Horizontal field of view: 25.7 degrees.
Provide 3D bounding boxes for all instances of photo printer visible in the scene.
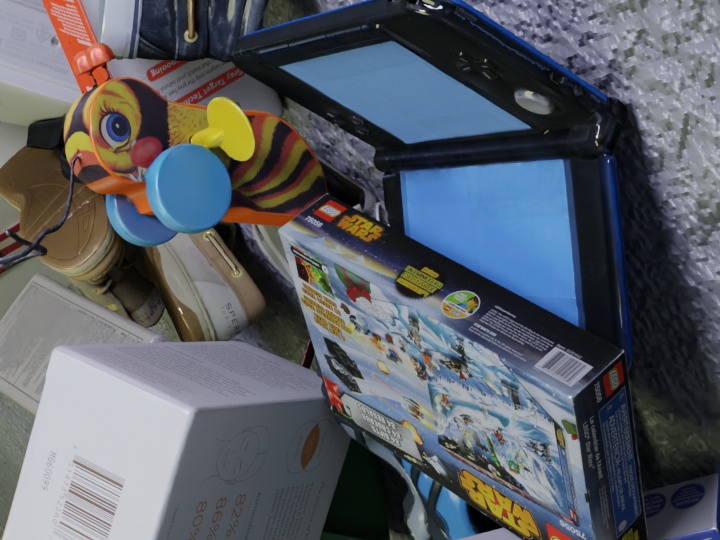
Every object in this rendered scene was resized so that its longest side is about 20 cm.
[{"bbox_3d":[-0.272,-0.155,1.127,0.166,0.070,0.200,17,173,-30],"label":"photo printer"}]

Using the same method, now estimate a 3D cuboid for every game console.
[{"bbox_3d":[0.028,-0.036,0.762,0.170,0.119,0.200,28,167,-27],"label":"game console"}]

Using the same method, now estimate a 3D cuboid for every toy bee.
[{"bbox_3d":[-0.108,-0.068,0.840,0.131,0.200,0.109,-10,89,33],"label":"toy bee"}]

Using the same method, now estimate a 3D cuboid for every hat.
[{"bbox_3d":[-0.027,0.112,1.151,0.200,0.165,0.177,-15,65,58],"label":"hat"}]

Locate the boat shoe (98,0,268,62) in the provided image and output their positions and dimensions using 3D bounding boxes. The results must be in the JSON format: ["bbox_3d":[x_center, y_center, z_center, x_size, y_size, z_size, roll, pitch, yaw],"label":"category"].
[{"bbox_3d":[-0.086,-0.208,0.835,0.071,0.091,0.201,-116,32,-64],"label":"boat shoe"}]

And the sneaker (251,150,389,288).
[{"bbox_3d":[0.000,0.000,0.917,0.200,0.075,0.082,42,153,27],"label":"sneaker"}]

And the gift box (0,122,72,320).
[{"bbox_3d":[-0.368,-0.059,1.368,0.184,0.187,0.200,32,147,39],"label":"gift box"}]

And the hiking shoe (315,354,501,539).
[{"bbox_3d":[0.049,0.100,0.980,0.087,0.074,0.200,-12,116,46],"label":"hiking shoe"}]

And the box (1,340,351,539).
[{"bbox_3d":[-0.106,0.131,0.969,0.106,0.200,0.153,21,98,27],"label":"box"}]

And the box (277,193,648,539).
[{"bbox_3d":[0.050,0.057,0.781,0.200,0.040,0.137,30,147,39],"label":"box"}]

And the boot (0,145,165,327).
[{"bbox_3d":[-0.196,-0.008,1.209,0.156,0.073,0.200,52,170,-34],"label":"boot"}]

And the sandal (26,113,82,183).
[{"bbox_3d":[-0.183,-0.082,1.107,0.200,0.075,0.048,-175,89,-67],"label":"sandal"}]

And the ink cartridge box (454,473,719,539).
[{"bbox_3d":[0.111,0.177,0.833,0.199,0.044,0.094,-19,117,25],"label":"ink cartridge box"}]

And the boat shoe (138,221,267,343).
[{"bbox_3d":[-0.119,-0.018,1.116,0.074,0.066,0.200,82,164,-45],"label":"boat shoe"}]

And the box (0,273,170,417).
[{"bbox_3d":[-0.191,0.078,1.129,0.078,0.095,0.200,42,168,-36],"label":"box"}]

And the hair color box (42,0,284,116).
[{"bbox_3d":[-0.127,-0.160,0.918,0.061,0.101,0.200,23,139,51],"label":"hair color box"}]
